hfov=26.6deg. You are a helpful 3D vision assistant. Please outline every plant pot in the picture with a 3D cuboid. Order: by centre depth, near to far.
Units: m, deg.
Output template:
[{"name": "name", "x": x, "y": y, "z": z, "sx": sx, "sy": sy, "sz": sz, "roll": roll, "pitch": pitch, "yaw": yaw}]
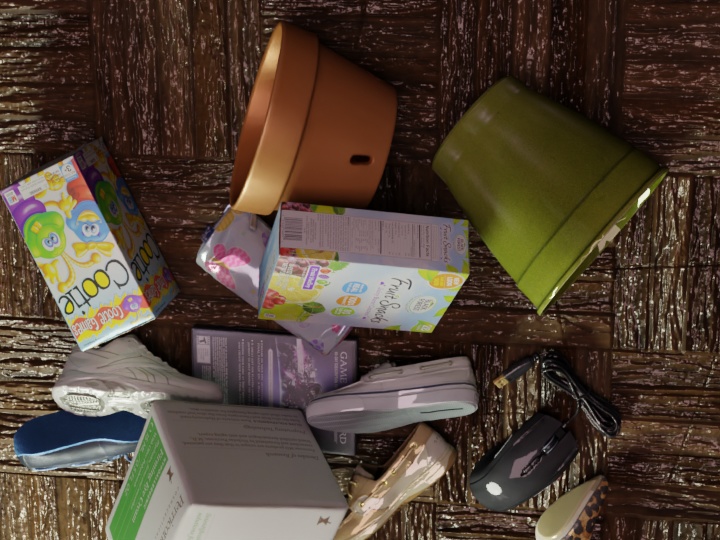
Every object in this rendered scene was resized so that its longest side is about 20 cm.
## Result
[{"name": "plant pot", "x": 0.183, "y": -0.094, "z": 1.583, "sx": 0.193, "sy": 0.200, "sz": 0.201, "roll": 43, "pitch": 110, "yaw": 9}, {"name": "plant pot", "x": -0.047, "y": -0.145, "z": 1.608, "sx": 0.138, "sy": 0.201, "sz": 0.202, "roll": 16, "pitch": 110, "yaw": -12}]

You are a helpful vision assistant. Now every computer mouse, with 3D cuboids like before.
[{"name": "computer mouse", "x": 0.185, "y": 0.186, "z": 1.729, "sx": 0.199, "sy": 0.046, "sz": 0.141, "roll": -38, "pitch": 98, "yaw": 19}]

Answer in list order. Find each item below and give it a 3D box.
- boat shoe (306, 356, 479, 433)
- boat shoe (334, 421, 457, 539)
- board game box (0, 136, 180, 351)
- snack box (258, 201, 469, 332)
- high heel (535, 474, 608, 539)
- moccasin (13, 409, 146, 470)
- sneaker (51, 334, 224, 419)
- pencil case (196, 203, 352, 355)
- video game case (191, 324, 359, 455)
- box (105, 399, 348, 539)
[{"name": "boat shoe", "x": 0.036, "y": 0.139, "z": 1.736, "sx": 0.197, "sy": 0.074, "sz": 0.068, "roll": -5, "pitch": 61, "yaw": 3}, {"name": "boat shoe", "x": 0.020, "y": 0.251, "z": 1.770, "sx": 0.200, "sy": 0.074, "sz": 0.069, "roll": -41, "pitch": 94, "yaw": 9}, {"name": "board game box", "x": -0.303, "y": -0.031, "z": 1.725, "sx": 0.102, "sy": 0.105, "sz": 0.202, "roll": -22, "pitch": 102, "yaw": 16}, {"name": "snack box", "x": 0.000, "y": 0.000, "z": 1.593, "sx": 0.197, "sy": 0.169, "sz": 0.069, "roll": 4, "pitch": 66, "yaw": -10}, {"name": "high heel", "x": 0.264, "y": 0.338, "z": 1.761, "sx": 0.142, "sy": 0.072, "sz": 0.201, "roll": 30, "pitch": 103, "yaw": -16}, {"name": "moccasin", "x": -0.309, "y": 0.190, "z": 1.803, "sx": 0.197, "sy": 0.081, "sz": 0.069, "roll": -6, "pitch": 147, "yaw": -9}, {"name": "sneaker", "x": -0.253, "y": 0.118, "z": 1.769, "sx": 0.197, "sy": 0.100, "sz": 0.078, "roll": 8, "pitch": 145, "yaw": -2}, {"name": "pencil case", "x": -0.088, "y": 0.007, "z": 1.708, "sx": 0.199, "sy": 0.083, "sz": 0.091, "roll": 37, "pitch": 95, "yaw": -1}, {"name": "video game case", "x": -0.100, "y": 0.140, "z": 1.784, "sx": 0.197, "sy": 0.019, "sz": 0.145, "roll": 4, "pitch": 107, "yaw": 9}, {"name": "box", "x": -0.154, "y": 0.278, "z": 1.703, "sx": 0.198, "sy": 0.172, "sz": 0.201, "roll": 7, "pitch": 122, "yaw": -31}]
